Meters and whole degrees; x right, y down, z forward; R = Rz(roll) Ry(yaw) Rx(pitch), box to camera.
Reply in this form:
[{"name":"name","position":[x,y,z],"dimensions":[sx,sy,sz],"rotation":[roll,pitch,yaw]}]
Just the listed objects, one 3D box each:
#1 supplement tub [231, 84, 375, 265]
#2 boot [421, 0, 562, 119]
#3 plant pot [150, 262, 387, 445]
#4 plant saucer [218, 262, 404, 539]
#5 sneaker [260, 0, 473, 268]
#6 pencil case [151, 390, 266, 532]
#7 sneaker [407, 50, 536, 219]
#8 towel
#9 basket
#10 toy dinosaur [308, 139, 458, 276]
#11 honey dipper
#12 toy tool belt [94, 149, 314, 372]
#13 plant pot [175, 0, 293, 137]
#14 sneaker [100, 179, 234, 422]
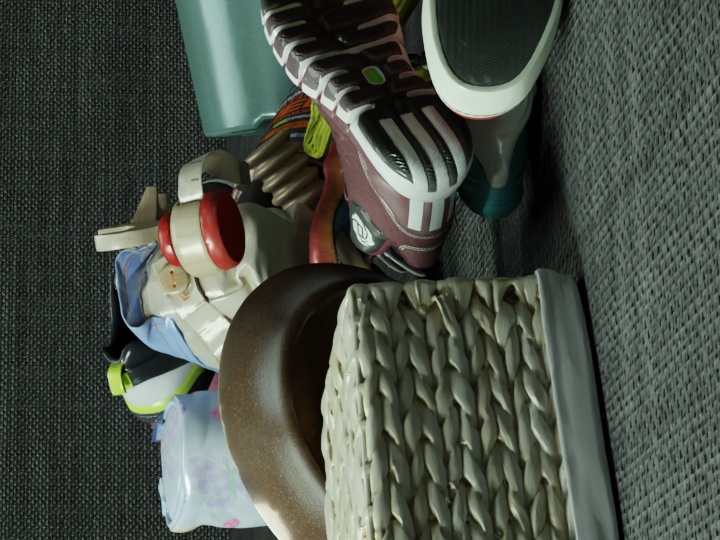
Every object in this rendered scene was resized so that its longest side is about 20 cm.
[{"name":"supplement tub","position":[-0.013,-0.080,1.636],"dimensions":[0.200,0.106,0.108],"rotation":[-64,-17,-55]},{"name":"boot","position":[0.065,-0.140,1.312],"dimensions":[0.145,0.072,0.201],"rotation":[102,175,-57]},{"name":"plant pot","position":[-0.032,0.082,1.640],"dimensions":[0.179,0.199,0.202],"rotation":[-156,66,-65]},{"name":"plant saucer","position":[0.012,0.082,1.322],"dimensions":[0.032,0.199,0.202],"rotation":[-35,49,45]},{"name":"sneaker","position":[-0.004,-0.077,1.328],"dimensions":[0.116,0.075,0.201],"rotation":[93,157,-44]},{"name":"pencil case","position":[-0.028,0.122,1.498],"dimensions":[0.083,0.198,0.091],"rotation":[-109,22,-56]},{"name":"sneaker","position":[0.054,-0.083,1.382],"dimensions":[0.200,0.077,0.080],"rotation":[-113,16,-72]},{"name":"towel","position":[0.022,-0.161,1.439],"dimensions":[0.201,0.018,0.086],"rotation":[-58,-2,-20]},{"name":"basket","position":[0.049,0.113,1.191],"dimensions":[0.136,0.122,0.201],"rotation":[102,167,-52]},{"name":"toy dinosaur","position":[-0.004,-0.056,1.497],"dimensions":[0.181,0.199,0.106],"rotation":[-32,-34,-46]},{"name":"honey dipper","position":[0.000,0.000,1.520],"dimensions":[0.200,0.038,0.038],"rotation":[52,174,-5]},{"name":"toy tool belt","position":[-0.101,0.008,1.431],"dimensions":[0.200,0.122,0.126],"rotation":[34,-133,-65]},{"name":"plant pot","position":[-0.063,-0.209,1.881],"dimensions":[0.200,0.199,0.198],"rotation":[-172,75,-82]},{"name":"sneaker","position":[-0.120,0.005,1.581],"dimensions":[0.083,0.071,0.201],"rotation":[52,-142,-39]}]
